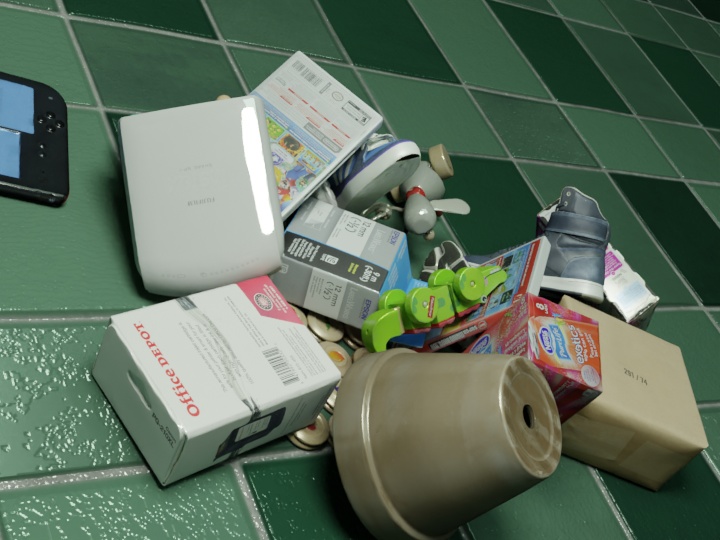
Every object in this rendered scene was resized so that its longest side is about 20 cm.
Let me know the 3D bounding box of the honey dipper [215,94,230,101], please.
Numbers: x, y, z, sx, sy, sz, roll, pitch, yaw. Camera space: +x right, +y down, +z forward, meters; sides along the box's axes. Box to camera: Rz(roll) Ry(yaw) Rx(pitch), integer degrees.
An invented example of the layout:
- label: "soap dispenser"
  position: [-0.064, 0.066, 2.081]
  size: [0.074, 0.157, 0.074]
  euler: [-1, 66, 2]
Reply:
- label: "honey dipper"
  position: [-0.144, -0.121, 1.264]
  size: [0.037, 0.038, 0.203]
  euler: [1, 61, -39]

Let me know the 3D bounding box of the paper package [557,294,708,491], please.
- label: "paper package"
  position: [0.324, 0.156, 1.366]
  size: [0.197, 0.104, 0.192]
  euler: [23, 38, -17]

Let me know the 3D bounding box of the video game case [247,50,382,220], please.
- label: "video game case"
  position: [-0.088, -0.159, 1.259]
  size: [0.143, 0.018, 0.200]
  euler: [39, 66, 12]

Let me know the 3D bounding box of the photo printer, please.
- label: "photo printer"
  position: [-0.170, -0.075, 1.141]
  size: [0.163, 0.069, 0.204]
  euler: [-9, 81, -2]

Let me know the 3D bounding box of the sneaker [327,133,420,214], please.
- label: "sneaker"
  position: [-0.009, -0.164, 1.344]
  size: [0.079, 0.200, 0.149]
  euler: [-14, 78, -31]

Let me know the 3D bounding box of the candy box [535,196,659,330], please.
- label: "candy box"
  position: [0.331, 0.005, 1.511]
  size: [0.061, 0.137, 0.201]
  euler: [-35, 68, -7]

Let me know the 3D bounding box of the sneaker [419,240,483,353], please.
- label: "sneaker"
  position: [0.145, 0.056, 1.371]
  size: [0.083, 0.080, 0.202]
  euler: [10, 48, -56]

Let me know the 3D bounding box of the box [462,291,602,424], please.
- label: "box"
  position: [0.171, 0.126, 1.180]
  size: [0.098, 0.200, 0.097]
  euler: [21, 48, -17]

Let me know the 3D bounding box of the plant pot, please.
- label: "plant pot"
  position: [0.097, 0.160, 1.050]
  size: [0.199, 0.172, 0.203]
  euler: [30, 50, -43]

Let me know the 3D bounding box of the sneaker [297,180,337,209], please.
- label: "sneaker"
  position: [-0.115, -0.118, 1.350]
  size: [0.199, 0.075, 0.082]
  euler: [41, 64, 3]

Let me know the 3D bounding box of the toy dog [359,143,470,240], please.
- label: "toy dog"
  position: [0.087, -0.085, 1.444]
  size: [0.097, 0.130, 0.201]
  euler: [58, 37, -23]

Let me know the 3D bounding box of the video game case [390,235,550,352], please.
- label: "video game case"
  position: [0.129, 0.038, 1.261]
  size: [0.018, 0.198, 0.144]
  euler: [53, 32, -17]

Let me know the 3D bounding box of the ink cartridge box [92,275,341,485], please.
- label: "ink cartridge box"
  position: [-0.141, 0.101, 1.042]
  size: [0.198, 0.085, 0.145]
  euler: [-16, 57, -44]

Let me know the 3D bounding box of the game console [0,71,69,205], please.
- label: "game console"
  position: [-0.417, -0.158, 1.157]
  size: [0.197, 0.031, 0.179]
  euler: [12, 42, -30]

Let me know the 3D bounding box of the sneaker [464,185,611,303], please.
- label: "sneaker"
  position: [0.239, -0.042, 1.433]
  size: [0.199, 0.149, 0.077]
  euler: [8, -8, 19]

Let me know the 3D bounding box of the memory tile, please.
- label: "memory tile"
  position: [-0.027, 0.119, 1.187]
  size: [0.151, 0.017, 0.202]
  euler: [14, 41, -28]

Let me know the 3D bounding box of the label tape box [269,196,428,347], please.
- label: "label tape box"
  position: [0.000, 0.000, 1.258]
  size: [0.197, 0.067, 0.144]
  euler: [19, 34, 5]

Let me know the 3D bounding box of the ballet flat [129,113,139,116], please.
- label: "ballet flat"
  position: [-0.209, -0.092, 1.220]
  size: [0.199, 0.073, 0.068]
  euler: [40, 37, 6]

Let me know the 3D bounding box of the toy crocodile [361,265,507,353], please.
- label: "toy crocodile"
  position: [0.085, 0.038, 1.185]
  size: [0.198, 0.067, 0.063]
  euler: [-21, 99, -35]
